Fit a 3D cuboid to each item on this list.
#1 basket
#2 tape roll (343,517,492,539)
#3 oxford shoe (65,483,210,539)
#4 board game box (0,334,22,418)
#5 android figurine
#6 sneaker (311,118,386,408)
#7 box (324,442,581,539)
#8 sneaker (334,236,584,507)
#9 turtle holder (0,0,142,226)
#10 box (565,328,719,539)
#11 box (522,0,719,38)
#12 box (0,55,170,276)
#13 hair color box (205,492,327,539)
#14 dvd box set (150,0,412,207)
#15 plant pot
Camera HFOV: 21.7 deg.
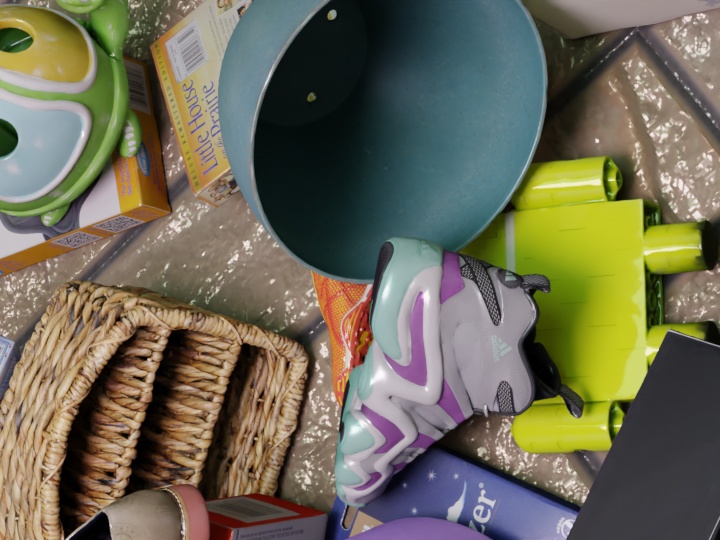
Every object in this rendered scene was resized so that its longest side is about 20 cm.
[{"bbox_3d":[-0.147,0.117,1.249,0.149,0.143,0.200,19,93,33],"label":"basket"},{"bbox_3d":[0.033,0.254,1.136,0.200,0.066,0.201,7,102,34],"label":"tape roll"},{"bbox_3d":[-0.170,0.194,1.152,0.200,0.075,0.071,-53,49,35],"label":"oxford shoe"},{"bbox_3d":[-0.265,0.136,1.291,0.062,0.200,0.200,19,92,19],"label":"board game box"},{"bbox_3d":[0.123,0.022,1.161,0.200,0.041,0.182,-3,82,28],"label":"android figurine"},{"bbox_3d":[0.000,0.000,1.233,0.077,0.073,0.200,-14,68,44],"label":"sneaker"},{"bbox_3d":[0.057,0.178,1.183,0.200,0.032,0.121,22,94,33],"label":"box"},{"bbox_3d":[0.063,0.077,1.124,0.140,0.078,0.200,11,131,-3],"label":"sneaker"},{"bbox_3d":[-0.229,-0.122,1.298,0.185,0.132,0.141,-23,69,26],"label":"turtle holder"},{"bbox_3d":[0.172,0.155,1.018,0.079,0.141,0.200,19,72,33],"label":"box"},{"bbox_3d":[0.155,-0.258,1.145,0.128,0.109,0.200,-9,77,29],"label":"box"},{"bbox_3d":[-0.239,-0.071,1.395,0.200,0.041,0.119,-18,73,25],"label":"box"},{"bbox_3d":[-0.087,0.250,1.201,0.064,0.111,0.200,12,96,31],"label":"hair color box"},{"bbox_3d":[-0.050,-0.155,1.282,0.200,0.029,0.146,-36,52,22],"label":"dvd box set"},{"bbox_3d":[-0.007,-0.111,1.132,0.135,0.200,0.200,40,104,50],"label":"plant pot"}]
